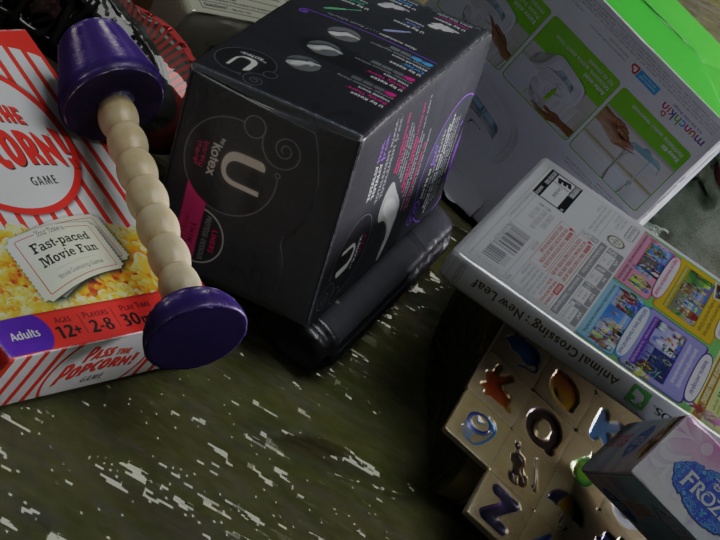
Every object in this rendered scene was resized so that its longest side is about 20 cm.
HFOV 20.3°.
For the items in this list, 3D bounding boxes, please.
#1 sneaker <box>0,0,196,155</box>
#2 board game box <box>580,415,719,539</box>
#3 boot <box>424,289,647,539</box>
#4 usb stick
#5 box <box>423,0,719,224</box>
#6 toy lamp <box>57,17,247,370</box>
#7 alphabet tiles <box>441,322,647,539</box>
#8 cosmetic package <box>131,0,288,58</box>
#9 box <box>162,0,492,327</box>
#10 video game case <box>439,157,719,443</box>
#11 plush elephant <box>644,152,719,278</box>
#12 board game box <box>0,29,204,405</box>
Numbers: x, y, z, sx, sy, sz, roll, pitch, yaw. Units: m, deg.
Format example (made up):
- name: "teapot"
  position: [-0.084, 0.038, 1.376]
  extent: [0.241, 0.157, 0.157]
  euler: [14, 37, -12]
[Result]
- name: "sneaker"
  position: [-0.163, -0.140, 1.104]
  extent: [0.200, 0.071, 0.098]
  euler: [48, 9, 12]
- name: "board game box"
  position: [0.202, 0.157, 0.990]
  extent: [0.200, 0.041, 0.200]
  euler: [46, -4, 3]
- name: "boot"
  position: [0.133, 0.104, 1.163]
  extent: [0.200, 0.066, 0.175]
  euler: [27, 47, -21]
- name: "usb stick"
  position: [0.000, 0.000, 1.167]
  extent: [0.055, 0.033, 0.200]
  euler: [42, 32, 3]
- name: "box"
  position: [0.128, -0.113, 1.305]
  extent: [0.200, 0.177, 0.097]
  euler: [46, 32, 7]
- name: "toy lamp"
  position: [-0.109, -0.044, 0.994]
  extent: [0.058, 0.058, 0.200]
  euler: [11, 46, -40]
- name: "alphabet tiles"
  position: [0.129, 0.100, 1.111]
  extent: [0.166, 0.006, 0.200]
  euler: [42, 45, -8]
- name: "cosmetic package"
  position: [-0.120, -0.198, 1.236]
  extent: [0.105, 0.071, 0.200]
  euler: [7, 46, -44]
- name: "box"
  position: [-0.020, -0.074, 1.122]
  extent: [0.106, 0.122, 0.200]
  euler: [24, 29, 13]
- name: "video game case"
  position: [0.149, 0.018, 1.143]
  extent: [0.182, 0.022, 0.200]
  euler: [35, 25, 6]
- name: "plush elephant"
  position: [0.280, -0.064, 1.428]
  extent: [0.200, 0.155, 0.165]
  euler: [-3, 53, -49]
- name: "board game box"
  position: [-0.181, -0.031, 0.995]
  extent: [0.151, 0.046, 0.200]
  euler: [-12, 60, -53]
